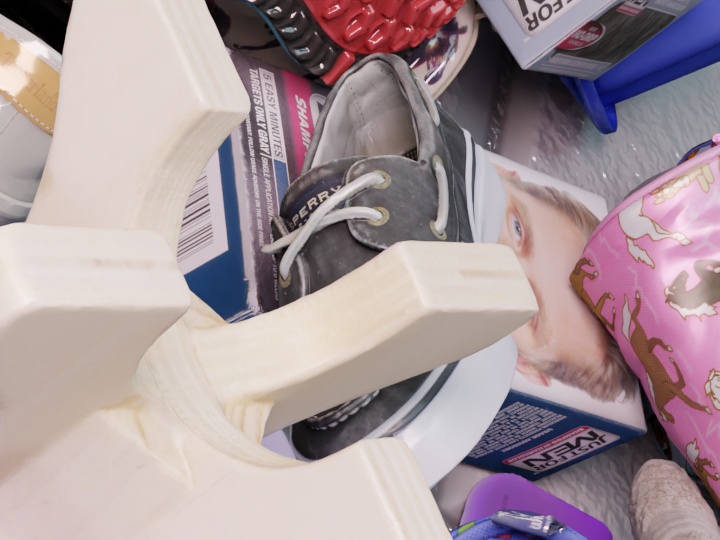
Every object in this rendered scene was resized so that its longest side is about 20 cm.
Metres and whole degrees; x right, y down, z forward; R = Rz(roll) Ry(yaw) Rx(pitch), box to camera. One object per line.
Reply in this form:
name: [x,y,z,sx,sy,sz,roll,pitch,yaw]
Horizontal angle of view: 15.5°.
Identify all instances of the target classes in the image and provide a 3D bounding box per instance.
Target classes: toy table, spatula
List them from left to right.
toy table: [-0.050,0.028,0.619,0.184,0.117,0.200,59,31,8]
spatula: [0.110,0.141,0.985,0.200,0.021,0.057,40,48,-29]

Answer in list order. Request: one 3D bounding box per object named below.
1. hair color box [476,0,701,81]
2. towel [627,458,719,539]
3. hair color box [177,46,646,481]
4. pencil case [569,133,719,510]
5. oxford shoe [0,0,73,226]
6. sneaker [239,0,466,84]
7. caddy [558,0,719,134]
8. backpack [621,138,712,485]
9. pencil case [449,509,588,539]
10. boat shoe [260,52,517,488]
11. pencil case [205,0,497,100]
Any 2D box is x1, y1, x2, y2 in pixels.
hair color box: [0.040,-0.168,0.963,0.200,0.061,0.099,57,17,10]
towel: [0.135,0.174,0.898,0.133,0.034,0.201,-105,179,-75]
hair color box: [0.010,0.002,0.924,0.200,0.060,0.100,18,55,-44]
pencil case: [0.156,0.048,0.913,0.086,0.083,0.200,-24,70,-33]
oxford shoe: [-0.096,-0.079,0.816,0.075,0.058,0.200,40,20,-17]
sneaker: [-0.034,-0.128,0.836,0.200,0.079,0.096,20,29,-52]
caddy: [0.093,-0.158,1.076,0.141,0.105,0.201,6,69,-80]
backpack: [0.197,0.024,1.035,0.154,0.200,0.191,-13,84,-21]
pencil case: [0.049,0.127,0.801,0.087,0.078,0.200,34,-9,14]
boat shoe: [0.000,0.000,0.789,0.071,0.072,0.200,51,19,-21]
pencil case: [-0.041,-0.132,0.921,0.200,0.089,0.078,44,28,-26]
